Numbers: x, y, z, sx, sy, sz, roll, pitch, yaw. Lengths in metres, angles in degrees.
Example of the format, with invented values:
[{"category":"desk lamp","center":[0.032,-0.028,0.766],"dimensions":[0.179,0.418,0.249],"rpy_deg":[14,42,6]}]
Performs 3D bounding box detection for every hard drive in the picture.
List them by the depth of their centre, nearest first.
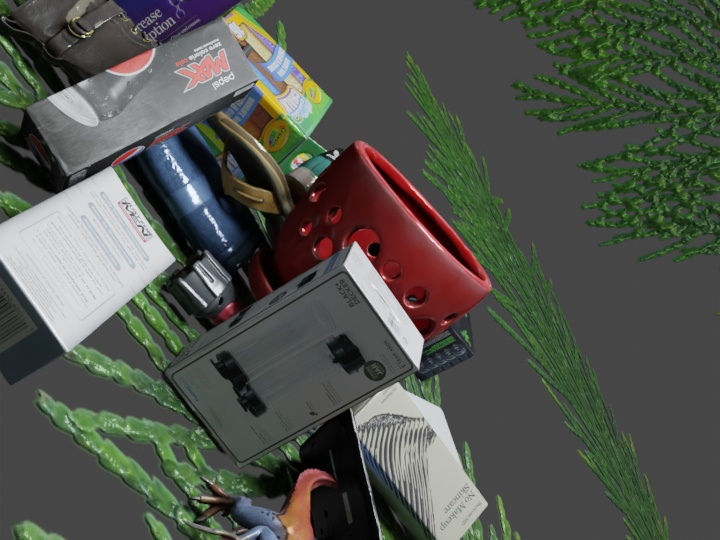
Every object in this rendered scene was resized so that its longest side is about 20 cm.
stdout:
[{"category":"hard drive","center":[0.068,0.214,1.228],"dimensions":[0.200,0.027,0.132],"rpy_deg":[32,33,-52]}]

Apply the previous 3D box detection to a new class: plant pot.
[{"category":"plant pot","center":[0.000,0.000,0.961],"dimensions":[0.200,0.182,0.201],"rpy_deg":[47,12,-13]}]

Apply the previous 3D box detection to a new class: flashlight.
[{"category":"flashlight","center":[-0.108,0.074,0.939],"dimensions":[0.200,0.068,0.068],"rpy_deg":[51,-22,-17]}]

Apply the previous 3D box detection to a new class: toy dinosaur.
[{"category":"toy dinosaur","center":[-0.066,0.204,0.718],"dimensions":[0.181,0.200,0.105],"rpy_deg":[7,-53,58]}]

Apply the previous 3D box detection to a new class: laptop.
[{"category":"laptop","center":[0.011,0.238,0.913],"dimensions":[0.103,0.200,0.178],"rpy_deg":[-2,63,-27]}]

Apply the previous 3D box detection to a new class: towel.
[{"category":"towel","center":[-0.179,-0.089,1.009],"dimensions":[0.200,0.048,0.112],"rpy_deg":[58,18,-10]}]

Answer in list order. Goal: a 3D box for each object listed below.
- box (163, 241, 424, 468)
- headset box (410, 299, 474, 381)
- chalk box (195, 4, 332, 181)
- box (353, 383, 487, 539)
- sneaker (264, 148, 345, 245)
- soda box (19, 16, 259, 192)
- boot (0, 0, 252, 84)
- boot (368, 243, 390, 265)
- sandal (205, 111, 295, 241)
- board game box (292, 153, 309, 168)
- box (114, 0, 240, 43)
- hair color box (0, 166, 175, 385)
[{"category":"box","center":[-0.058,0.076,0.850],"dimensions":[0.117,0.200,0.060],"rpy_deg":[53,19,-13]},{"category":"headset box","center":[0.079,0.035,1.406],"dimensions":[0.200,0.093,0.174],"rpy_deg":[50,22,-28]},{"category":"chalk box","center":[-0.122,-0.174,1.094],"dimensions":[0.200,0.125,0.124],"rpy_deg":[45,30,-12]},{"category":"box","center":[0.050,0.213,1.078],"dimensions":[0.200,0.082,0.068],"rpy_deg":[53,-24,-17]},{"category":"sneaker","center":[-0.053,-0.071,1.103],"dimensions":[0.071,0.080,0.200],"rpy_deg":[50,-24,7]},{"category":"soda box","center":[-0.193,-0.147,0.851],"dimensions":[0.200,0.063,0.071],"rpy_deg":[-33,94,-26]},{"category":"boot","center":[-0.219,-0.226,0.933],"dimensions":[0.200,0.069,0.174],"rpy_deg":[-39,90,-35]},{"category":"boot","center":[0.025,0.003,1.122],"dimensions":[0.131,0.067,0.201],"rpy_deg":[24,66,-76]},{"category":"sandal","center":[-0.111,-0.081,1.010],"dimensions":[0.080,0.054,0.200],"rpy_deg":[28,-29,50]},{"category":"board game box","center":[-0.095,-0.115,1.271],"dimensions":[0.200,0.034,0.135],"rpy_deg":[36,31,-50]},{"category":"box","center":[-0.207,-0.321,1.033],"dimensions":[0.141,0.200,0.079],"rpy_deg":[54,21,-15]},{"category":"hair color box","center":[-0.229,-0.004,0.748],"dimensions":[0.099,0.060,0.200],"rpy_deg":[57,20,-10]}]
